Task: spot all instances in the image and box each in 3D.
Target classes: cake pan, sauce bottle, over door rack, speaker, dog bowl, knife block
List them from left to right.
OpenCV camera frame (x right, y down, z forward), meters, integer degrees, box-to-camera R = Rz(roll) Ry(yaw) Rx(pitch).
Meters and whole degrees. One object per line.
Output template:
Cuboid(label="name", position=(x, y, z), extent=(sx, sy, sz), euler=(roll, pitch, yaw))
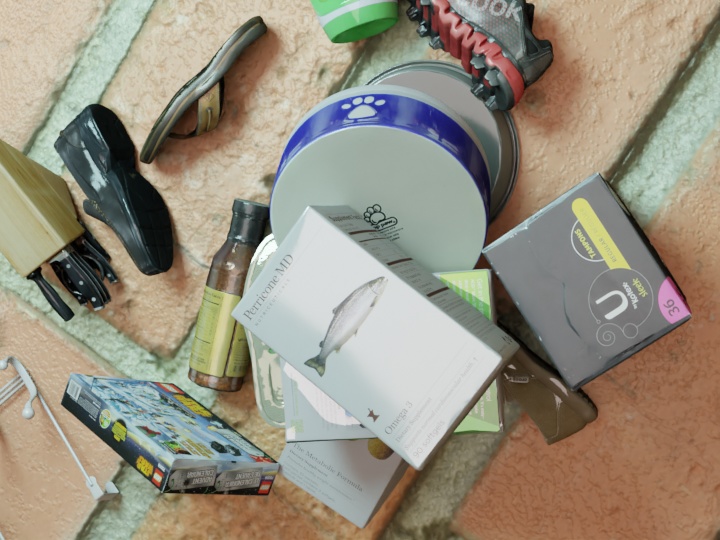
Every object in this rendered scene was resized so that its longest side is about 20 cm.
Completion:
Cuboid(label="over door rack", position=(-0.387, 0.217, 1.355), extent=(0.148, 0.067, 0.200), euler=(-40, 84, 13))
Cuboid(label="knife block", position=(-0.345, -0.038, 1.283), extent=(0.064, 0.200, 0.176), euler=(-35, 55, 12))
Cuboid(label="sauce bottle", position=(-0.133, 0.026, 1.289), extent=(0.066, 0.066, 0.201), euler=(15, 94, 12))
Cuboid(label="speaker", position=(-0.025, -0.338, 1.235), extent=(0.088, 0.088, 0.201), euler=(-18, 89, 13))
Cuboid(label="dog bowl", position=(0.019, -0.062, 1.110), extent=(0.199, 0.079, 0.201), euler=(3, 124, 5))
Cuboid(label="cake pan", position=(0.062, -0.117, 1.249), extent=(0.199, 0.037, 0.201), euler=(1, 93, 13))

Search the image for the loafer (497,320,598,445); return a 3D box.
Cuboid(label="loafer", position=(0.145, 0.100, 1.220), extent=(0.200, 0.076, 0.068), euler=(39, 94, 9))

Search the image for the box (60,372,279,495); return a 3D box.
Cuboid(label="box", position=(-0.194, 0.165, 1.229), extent=(0.200, 0.137, 0.040), euler=(28, 101, 44))

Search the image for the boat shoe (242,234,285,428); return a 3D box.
Cuboid(label="boat shoe", position=(-0.083, 0.059, 1.272), extent=(0.071, 0.068, 0.201), euler=(0, 97, 7))

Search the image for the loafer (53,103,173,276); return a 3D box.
Cuboid(label="loafer", position=(-0.265, -0.078, 1.316), extent=(0.072, 0.073, 0.201), euler=(-31, 76, 21))

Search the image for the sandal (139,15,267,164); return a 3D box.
Cuboid(label="sandal", position=(-0.161, -0.183, 1.289), extent=(0.055, 0.082, 0.200), euler=(42, 94, -14))

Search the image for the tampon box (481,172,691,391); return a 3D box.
Cuboid(label="tampon box", position=(0.214, 0.005, 1.135), extent=(0.126, 0.200, 0.150), euler=(-34, 86, 12))

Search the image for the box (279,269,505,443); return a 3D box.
Cuboid(label="box", position=(0.025, 0.077, 1.088), extent=(0.199, 0.036, 0.145), euler=(-4, 91, 14))

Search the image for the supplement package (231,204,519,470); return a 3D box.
Cuboid(label="supplement package", position=(0.015, 0.050, 1.011), extent=(0.200, 0.117, 0.117), euler=(38, 101, 9))

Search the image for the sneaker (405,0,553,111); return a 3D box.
Cuboid(label="sneaker", position=(0.117, -0.252, 1.214), extent=(0.098, 0.071, 0.201), euler=(-34, 68, -12))

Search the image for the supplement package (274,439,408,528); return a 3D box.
Cuboid(label="supplement package", position=(0.015, 0.131, 1.200), extent=(0.113, 0.110, 0.201), euler=(31, 122, 11))
